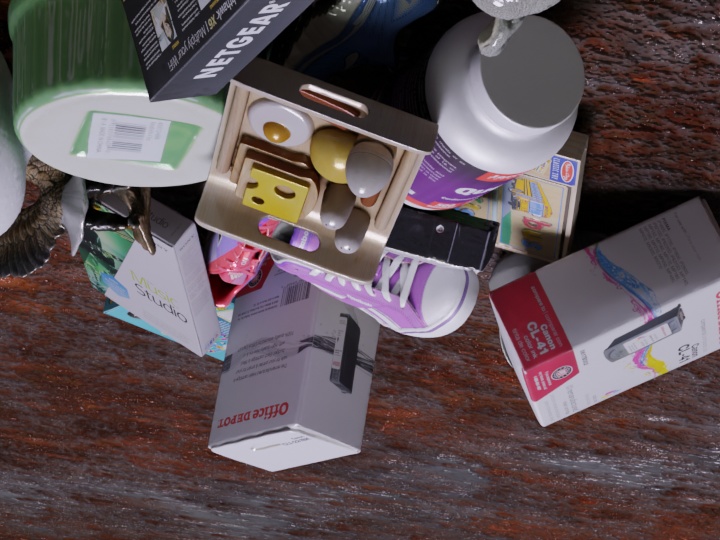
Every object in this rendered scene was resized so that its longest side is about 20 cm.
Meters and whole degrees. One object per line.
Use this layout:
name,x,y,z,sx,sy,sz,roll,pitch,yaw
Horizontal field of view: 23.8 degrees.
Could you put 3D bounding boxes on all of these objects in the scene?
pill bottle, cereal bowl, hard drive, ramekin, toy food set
pill bottle,0.081,-0.113,1.203,0.111,0.114,0.200,16,166,-16
cereal bowl,-0.306,-0.120,1.314,0.083,0.202,0.200,-20,162,-15
hard drive,0.008,-0.043,1.342,0.198,0.038,0.140,14,-174,5
ramekin,-0.164,-0.138,1.261,0.198,0.099,0.200,1,160,0
toy food set,-0.037,-0.062,1.183,0.142,0.061,0.200,19,150,-3

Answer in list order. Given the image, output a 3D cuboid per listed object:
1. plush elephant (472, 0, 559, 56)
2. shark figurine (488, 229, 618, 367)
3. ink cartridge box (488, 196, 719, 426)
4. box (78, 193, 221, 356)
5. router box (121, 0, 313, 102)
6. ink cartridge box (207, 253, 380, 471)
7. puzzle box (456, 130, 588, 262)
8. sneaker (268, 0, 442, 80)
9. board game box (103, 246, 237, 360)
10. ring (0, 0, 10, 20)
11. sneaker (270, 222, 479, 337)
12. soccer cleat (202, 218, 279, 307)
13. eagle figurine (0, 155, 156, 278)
plush elephant,0.071,-0.210,0.968,0.198,0.156,0.165,13,157,-6
shark figurine,0.152,0.020,1.551,0.127,0.090,0.214,20,153,-19
ink cartridge box,0.220,0.038,1.457,0.198,0.086,0.148,-23,153,3
box,-0.204,-0.013,1.579,0.144,0.036,0.201,30,154,20
router box,-0.090,-0.212,1.022,0.052,0.159,0.200,-10,169,-31
ink cartridge box,-0.058,0.078,1.616,0.083,0.202,0.144,26,152,-33
puzzle box,0.116,-0.071,1.403,0.132,0.026,0.200,16,158,11
sneaker,-0.006,-0.163,1.206,0.088,0.079,0.200,22,154,-21
board game box,-0.140,0.041,1.758,0.199,0.047,0.150,25,152,-31
ring,-0.250,-0.226,1.232,0.198,0.019,0.201,8,157,4
sneaker,0.000,0.001,1.412,0.114,0.073,0.199,25,171,-41
soccer cleat,-0.104,-0.029,1.552,0.068,0.074,0.200,15,156,-12
eagle figurine,-0.266,-0.063,1.429,0.198,0.153,0.152,5,144,13
